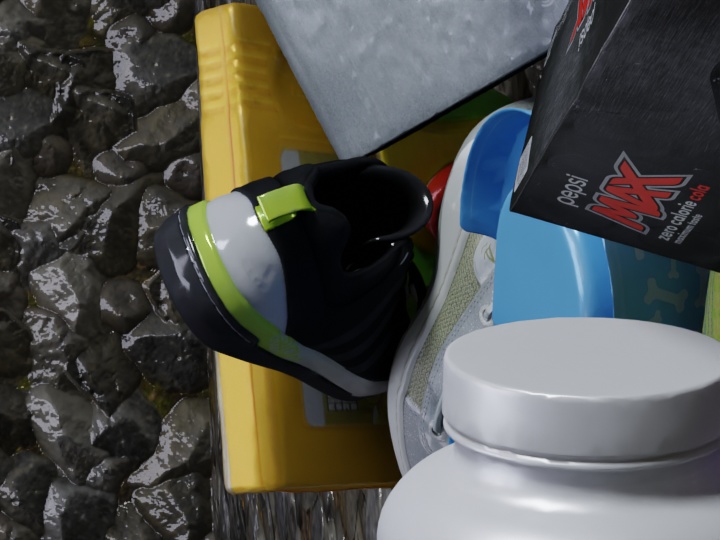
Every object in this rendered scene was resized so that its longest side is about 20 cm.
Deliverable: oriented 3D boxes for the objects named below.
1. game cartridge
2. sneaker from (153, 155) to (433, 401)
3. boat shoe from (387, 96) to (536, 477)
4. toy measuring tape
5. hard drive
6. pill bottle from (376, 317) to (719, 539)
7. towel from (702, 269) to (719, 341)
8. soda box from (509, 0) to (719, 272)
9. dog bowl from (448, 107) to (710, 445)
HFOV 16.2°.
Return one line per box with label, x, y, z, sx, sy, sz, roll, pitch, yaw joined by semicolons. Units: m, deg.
game cartridge;0.003;-0.006;1.084;0.032;0.176;0.201;-8;83;39
sneaker;0.000;0.000;0.955;0.072;0.083;0.200;64;-162;13
boat shoe;0.061;0.032;0.954;0.065;0.074;0.202;54;143;43
toy measuring tape;0.036;-0.071;1.027;0.074;0.073;0.200;-105;0;-55
hard drive;0.000;-0.155;0.921;0.139;0.033;0.200;-28;90;41
pill bottle;0.060;0.119;0.683;0.112;0.112;0.201;-123;31;-74
towel;0.123;0.094;0.707;0.144;0.023;0.201;164;104;-82
soda box;0.093;-0.064;0.646;0.200;0.071;0.063;112;174;-72
dog bowl;0.076;0.038;0.847;0.111;0.049;0.200;-131;36;-54
